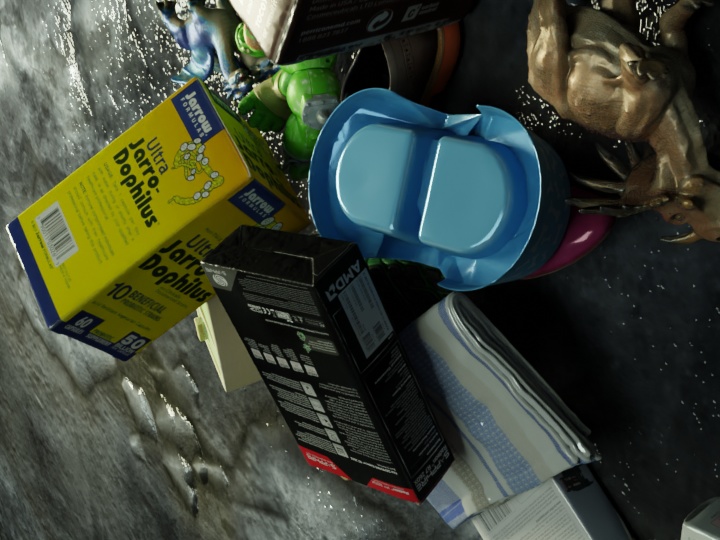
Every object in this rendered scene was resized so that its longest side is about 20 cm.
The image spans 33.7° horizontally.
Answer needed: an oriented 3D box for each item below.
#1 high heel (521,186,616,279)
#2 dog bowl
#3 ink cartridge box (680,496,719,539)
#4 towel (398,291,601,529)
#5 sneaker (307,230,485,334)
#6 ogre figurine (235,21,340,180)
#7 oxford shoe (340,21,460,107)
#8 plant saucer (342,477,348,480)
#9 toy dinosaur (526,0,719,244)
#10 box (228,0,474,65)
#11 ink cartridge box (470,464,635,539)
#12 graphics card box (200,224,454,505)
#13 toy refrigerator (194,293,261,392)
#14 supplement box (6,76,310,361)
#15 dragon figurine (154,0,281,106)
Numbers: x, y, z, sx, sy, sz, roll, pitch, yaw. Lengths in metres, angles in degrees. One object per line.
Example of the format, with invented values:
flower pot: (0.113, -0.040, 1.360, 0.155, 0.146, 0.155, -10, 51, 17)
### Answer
high heel: (0.079, -0.048, 0.783, 0.096, 0.068, 0.199, 45, 158, -22)
dog bowl: (0.050, -0.051, 0.762, 0.199, 0.049, 0.113, 18, 97, 45)
ink cartridge box: (0.276, 0.249, 0.703, 0.199, 0.057, 0.164, 22, 125, 40)
towel: (0.068, 0.107, 0.847, 0.147, 0.024, 0.200, 48, 145, 2)
sneaker: (0.000, 0.000, 0.887, 0.198, 0.086, 0.079, 5, 133, 26)
ogre figurine: (-0.049, -0.179, 0.907, 0.120, 0.097, 0.202, 176, 106, -74)
oxford shoe: (0.010, -0.111, 0.875, 0.071, 0.072, 0.201, 47, 141, 31)
plant saucer: (-0.037, 0.085, 1.041, 0.200, 0.029, 0.202, 159, 90, -78)
toy dinosaur: (0.140, -0.105, 0.682, 0.201, 0.085, 0.136, 55, 152, 33)
box: (-0.017, -0.268, 0.744, 0.201, 0.165, 0.165, 56, 146, 22)
ink cartridge box: (0.147, 0.204, 0.871, 0.201, 0.042, 0.120, 60, 146, 21)
graphics card box: (-0.022, 0.066, 0.837, 0.125, 0.051, 0.201, 10, 136, 46)
toy refrigerator: (-0.117, 0.031, 1.084, 0.201, 0.069, 0.076, 91, 156, -62)
supplement box: (-0.160, -0.036, 0.946, 0.110, 0.199, 0.109, 59, -169, 27)
dragon figurine: (-0.139, -0.198, 1.064, 0.199, 0.058, 0.101, 8, 113, 53)
